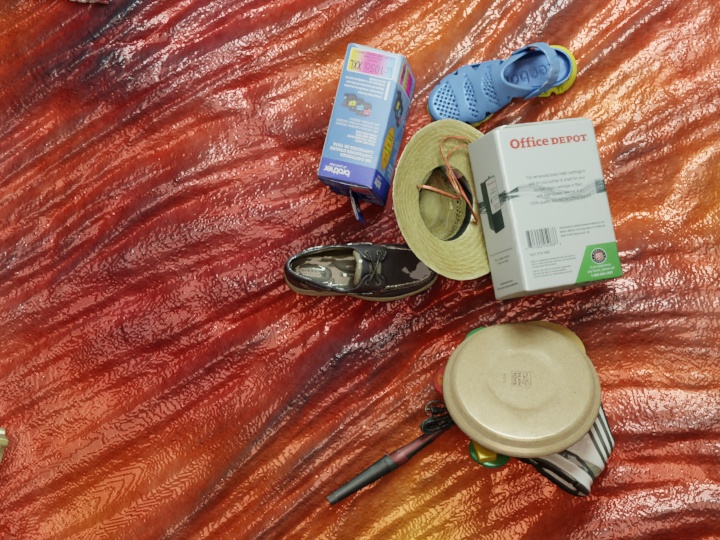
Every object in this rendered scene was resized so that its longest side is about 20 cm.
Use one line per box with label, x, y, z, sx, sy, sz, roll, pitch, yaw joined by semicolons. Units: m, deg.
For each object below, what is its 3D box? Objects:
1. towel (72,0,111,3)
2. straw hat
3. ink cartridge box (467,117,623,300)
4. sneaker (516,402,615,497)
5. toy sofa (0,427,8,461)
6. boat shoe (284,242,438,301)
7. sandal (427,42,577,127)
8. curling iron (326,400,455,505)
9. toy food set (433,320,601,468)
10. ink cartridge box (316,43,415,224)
towel;-0.409;-0.434;1.849;0.198;0.030;0.148;8;85;5
straw hat;0.096;-0.080;1.751;0.199;0.085;0.203;8;76;-33
ink cartridge box;0.225;-0.076;1.723;0.145;0.083;0.202;-7;84;-24
sneaker;0.226;0.180;1.747;0.200;0.076;0.116;35;70;12
toy sofa;-0.515;0.291;1.785;0.082;0.097;0.202;16;86;-19
boat shoe;0.000;0.000;1.768;0.198;0.065;0.073;1;84;3
sandal;0.176;-0.238;1.764;0.198;0.087;0.080;-23;86;4
curling iron;0.039;0.230;1.764;0.199;0.026;0.050;-37;121;4
toy food set;0.191;0.143;1.698;0.196;0.049;0.201;-9;52;-8
ink cartridge box;0.005;-0.163;1.744;0.076;0.136;0.202;15;87;10
